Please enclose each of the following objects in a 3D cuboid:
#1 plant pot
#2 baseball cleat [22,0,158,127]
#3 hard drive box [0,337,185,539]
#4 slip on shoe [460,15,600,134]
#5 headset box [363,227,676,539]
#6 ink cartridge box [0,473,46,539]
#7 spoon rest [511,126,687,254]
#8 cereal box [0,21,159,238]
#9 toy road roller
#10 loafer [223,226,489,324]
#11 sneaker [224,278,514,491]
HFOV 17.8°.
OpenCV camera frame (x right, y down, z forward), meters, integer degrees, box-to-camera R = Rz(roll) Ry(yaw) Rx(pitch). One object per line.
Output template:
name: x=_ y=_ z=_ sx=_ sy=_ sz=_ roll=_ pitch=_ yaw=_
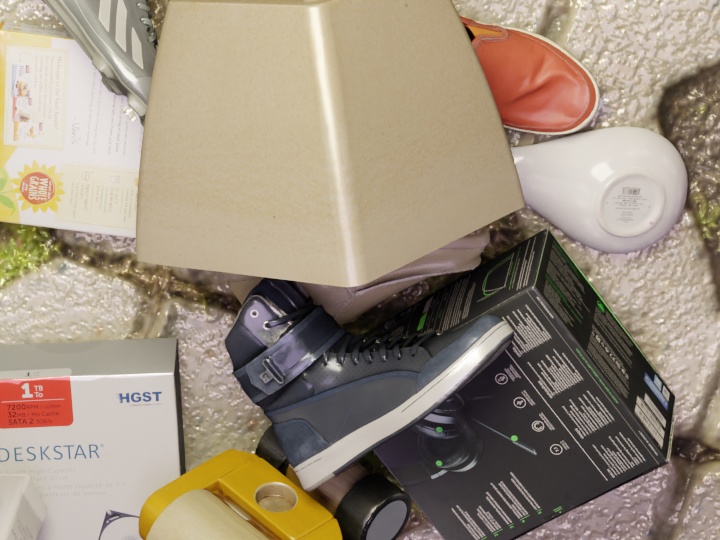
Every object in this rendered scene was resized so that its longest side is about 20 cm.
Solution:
plant pot: x=-0.030 y=-0.110 z=1.558 sx=0.200 sy=0.200 sz=0.178 roll=6 pitch=111 yaw=38
baseball cleat: x=-0.163 y=-0.185 z=1.606 sx=0.106 sy=0.070 sz=0.200 roll=-41 pitch=91 yaw=-6
hard drive box: x=-0.210 y=0.158 z=1.745 sx=0.155 sy=0.077 sz=0.201 roll=-3 pitch=109 yaw=-1
slip on shoe: x=0.081 y=-0.149 z=1.655 sx=0.200 sy=0.061 sz=0.074 roll=24 pitch=105 yaw=-11
headset box: x=0.102 y=0.099 z=1.703 sx=0.200 sy=0.093 sz=0.174 roll=-31 pitch=108 yaw=25
ink cartridge box: x=-0.343 y=0.227 z=1.651 sx=0.199 sy=0.177 sz=0.045 roll=-3 pitch=135 yaw=19
spoon rest: x=0.147 y=-0.064 z=1.697 sx=0.199 sy=0.061 sz=0.100 roll=5 pitch=111 yaw=-18
cereal box: x=-0.171 y=-0.097 z=1.675 sx=0.199 sy=0.040 sz=0.144 roll=7 pitch=107 yaw=-5
toy road roller: x=-0.064 y=0.215 z=1.716 sx=0.123 sy=0.200 sz=0.146 roll=35 pitch=133 yaw=32
loafer: x=0.000 y=0.000 z=1.701 sx=0.199 sy=0.076 sz=0.068 roll=-8 pitch=111 yaw=11
sneaker: x=-0.003 y=0.049 z=1.618 sx=0.202 sy=0.077 sz=0.146 roll=-34 pitch=88 yaw=26
